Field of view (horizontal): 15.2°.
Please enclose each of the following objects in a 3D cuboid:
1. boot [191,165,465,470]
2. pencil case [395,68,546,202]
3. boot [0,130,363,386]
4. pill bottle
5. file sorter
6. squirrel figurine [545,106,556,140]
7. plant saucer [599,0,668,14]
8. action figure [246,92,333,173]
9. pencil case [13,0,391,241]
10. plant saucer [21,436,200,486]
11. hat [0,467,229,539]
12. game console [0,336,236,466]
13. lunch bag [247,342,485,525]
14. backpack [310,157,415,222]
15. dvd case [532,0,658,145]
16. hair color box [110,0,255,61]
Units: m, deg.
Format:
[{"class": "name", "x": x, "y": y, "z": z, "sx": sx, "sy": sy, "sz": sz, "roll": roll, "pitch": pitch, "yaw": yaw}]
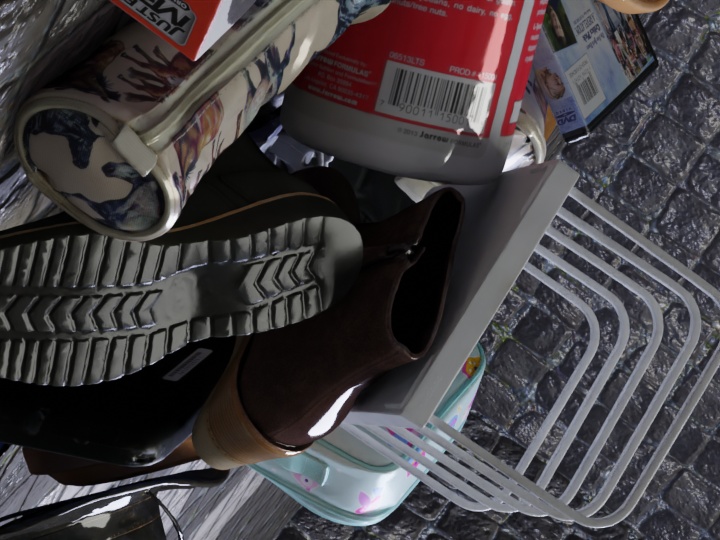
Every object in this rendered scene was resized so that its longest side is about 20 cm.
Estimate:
[{"class": "boot", "x": 0.000, "y": 0.000, "z": 1.302, "sx": 0.166, "sy": 0.072, "sz": 0.200, "roll": -33, "pitch": -152, "yaw": 43}, {"class": "pencil case", "x": 0.061, "y": -0.134, "z": 1.471, "sx": 0.089, "sy": 0.078, "sz": 0.200, "roll": -19, "pitch": -135, "yaw": 28}, {"class": "boot", "x": -0.118, "y": -0.020, "z": 1.209, "sx": 0.200, "sy": 0.138, "sz": 0.078, "roll": -5, "pitch": 124, "yaw": -29}, {"class": "pill bottle", "x": 0.037, "y": -0.149, "z": 1.274, "sx": 0.112, "sy": 0.112, "sz": 0.200, "roll": -31, "pitch": 136, "yaw": -75}, {"class": "file sorter", "x": 0.076, "y": 0.043, "z": 1.322, "sx": 0.139, "sy": 0.124, "sz": 0.200, "roll": -58, "pitch": -168, "yaw": -10}, {"class": "squirrel figurine", "x": 0.096, "y": -0.175, "z": 1.662, "sx": 0.200, "sy": 0.141, "sz": 0.187, "roll": -51, "pitch": -174, "yaw": 50}, {"class": "plant saucer", "x": 0.117, "y": -0.231, "z": 1.428, "sx": 0.037, "sy": 0.200, "sz": 0.200, "roll": -12, "pitch": -165, "yaw": 27}, {"class": "action figure", "x": -0.024, "y": -0.117, "z": 1.390, "sx": 0.130, "sy": 0.069, "sz": 0.200, "roll": -32, "pitch": 156, "yaw": -50}, {"class": "pencil case", "x": -0.063, "y": -0.092, "z": 1.152, "sx": 0.089, "sy": 0.078, "sz": 0.200, "roll": -35, "pitch": -169, "yaw": 49}, {"class": "plant saucer", "x": -0.094, "y": 0.087, "z": 1.553, "sx": 0.200, "sy": 0.032, "sz": 0.200, "roll": -15, "pitch": -178, "yaw": 0}, {"class": "hat", "x": -0.156, "y": 0.163, "z": 1.451, "sx": 0.200, "sy": 0.081, "sz": 0.201, "roll": -13, "pitch": 178, "yaw": -1}, {"class": "game console", "x": -0.150, "y": 0.091, "z": 1.393, "sx": 0.200, "sy": 0.176, "sz": 0.117, "roll": -43, "pitch": 139, "yaw": -64}, {"class": "lunch bag", "x": -0.035, "y": 0.068, "z": 1.757, "sx": 0.160, "sy": 0.200, "sz": 0.077, "roll": -49, "pitch": 162, "yaw": -38}, {"class": "backpack", "x": -0.011, "y": -0.017, "z": 1.654, "sx": 0.127, "sy": 0.167, "sz": 0.200, "roll": -39, "pitch": 179, "yaw": -32}, {"class": "dvd case", "x": 0.095, "y": -0.178, "z": 1.431, "sx": 0.018, "sy": 0.200, "sz": 0.143, "roll": -20, "pitch": -170, "yaw": 26}, {"class": "hair color box", "x": -0.031, "y": -0.180, "z": 0.990, "sx": 0.102, "sy": 0.061, "sz": 0.200, "roll": -50, "pitch": 174, "yaw": -38}]
